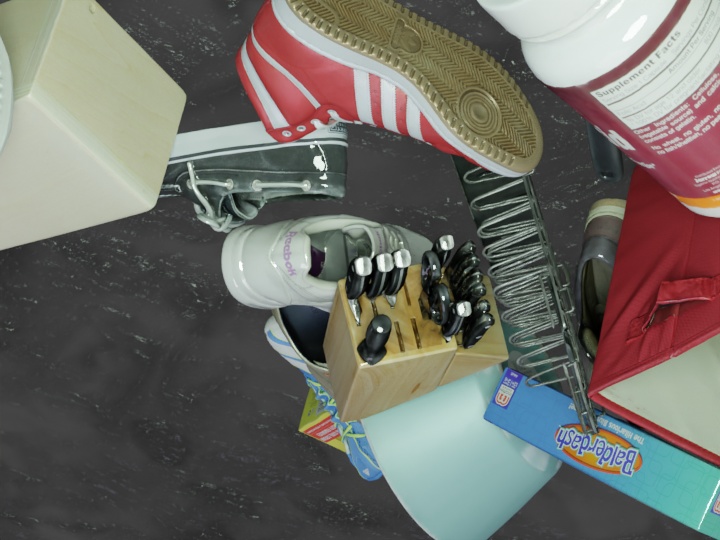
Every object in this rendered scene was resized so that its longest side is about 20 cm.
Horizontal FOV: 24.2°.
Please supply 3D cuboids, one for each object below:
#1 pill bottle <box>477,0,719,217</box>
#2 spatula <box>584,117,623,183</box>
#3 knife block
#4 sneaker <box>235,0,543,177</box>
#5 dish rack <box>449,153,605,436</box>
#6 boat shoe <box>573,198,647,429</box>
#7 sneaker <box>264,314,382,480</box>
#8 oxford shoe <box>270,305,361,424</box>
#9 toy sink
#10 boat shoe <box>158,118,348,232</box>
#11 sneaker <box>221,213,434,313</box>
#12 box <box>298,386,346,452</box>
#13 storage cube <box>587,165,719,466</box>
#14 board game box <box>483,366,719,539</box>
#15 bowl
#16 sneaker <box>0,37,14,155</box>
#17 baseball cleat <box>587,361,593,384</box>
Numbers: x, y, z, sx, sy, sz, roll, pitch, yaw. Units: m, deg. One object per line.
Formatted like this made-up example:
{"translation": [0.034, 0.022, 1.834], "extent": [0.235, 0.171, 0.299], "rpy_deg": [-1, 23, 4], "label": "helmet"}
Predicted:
{"translation": [0.161, -0.126, 0.927], "extent": [0.200, 0.115, 0.114], "rpy_deg": [36, 145, -31], "label": "pill bottle"}
{"translation": [0.142, -0.117, 1.043], "extent": [0.056, 0.021, 0.200], "rpy_deg": [5, 149, 22], "label": "spatula"}
{"translation": [0.010, 0.040, 1.127], "extent": [0.199, 0.064, 0.175], "rpy_deg": [-25, 159, 34], "label": "knife block"}
{"translation": [0.013, -0.108, 1.071], "extent": [0.199, 0.071, 0.112], "rpy_deg": [33, 143, -13], "label": "sneaker"}
{"translation": [0.111, 0.009, 1.107], "extent": [0.054, 0.201, 0.154], "rpy_deg": [-17, 142, 8], "label": "dish rack"}
{"translation": [0.186, 0.043, 1.200], "extent": [0.072, 0.065, 0.201], "rpy_deg": [14, 136, 31], "label": "boat shoe"}
{"translation": [0.001, 0.111, 1.407], "extent": [0.199, 0.106, 0.076], "rpy_deg": [26, 148, -18], "label": "sneaker"}
{"translation": [-0.017, 0.072, 1.324], "extent": [0.071, 0.074, 0.200], "rpy_deg": [-32, 114, 17], "label": "oxford shoe"}
{"translation": [-0.243, -0.102, 1.165], "extent": [0.199, 0.113, 0.130], "rpy_deg": [-13, 140, 33], "label": "toy sink"}
{"translation": [-0.094, -0.062, 1.187], "extent": [0.198, 0.069, 0.073], "rpy_deg": [-7, 173, 26], "label": "boat shoe"}
{"translation": [0.000, 0.000, 1.188], "extent": [0.099, 0.075, 0.199], "rpy_deg": [-10, 173, 44], "label": "sneaker"}
{"translation": [0.049, 0.153, 1.510], "extent": [0.199, 0.050, 0.075], "rpy_deg": [28, 149, -19], "label": "box"}
{"translation": [0.270, 0.012, 1.041], "extent": [0.199, 0.181, 0.171], "rpy_deg": [28, 148, -18], "label": "storage cube"}
{"translation": [0.204, 0.139, 1.170], "extent": [0.152, 0.045, 0.200], "rpy_deg": [27, 178, -44], "label": "board game box"}
{"translation": [0.089, 0.103, 1.299], "extent": [0.105, 0.202, 0.201], "rpy_deg": [-27, 132, 24], "label": "bowl"}
{"translation": [-0.265, -0.136, 1.056], "extent": [0.078, 0.201, 0.079], "rpy_deg": [-6, 160, -20], "label": "sneaker"}
{"translation": [0.274, 0.082, 1.282], "extent": [0.199, 0.070, 0.106], "rpy_deg": [0, 154, 44], "label": "baseball cleat"}
